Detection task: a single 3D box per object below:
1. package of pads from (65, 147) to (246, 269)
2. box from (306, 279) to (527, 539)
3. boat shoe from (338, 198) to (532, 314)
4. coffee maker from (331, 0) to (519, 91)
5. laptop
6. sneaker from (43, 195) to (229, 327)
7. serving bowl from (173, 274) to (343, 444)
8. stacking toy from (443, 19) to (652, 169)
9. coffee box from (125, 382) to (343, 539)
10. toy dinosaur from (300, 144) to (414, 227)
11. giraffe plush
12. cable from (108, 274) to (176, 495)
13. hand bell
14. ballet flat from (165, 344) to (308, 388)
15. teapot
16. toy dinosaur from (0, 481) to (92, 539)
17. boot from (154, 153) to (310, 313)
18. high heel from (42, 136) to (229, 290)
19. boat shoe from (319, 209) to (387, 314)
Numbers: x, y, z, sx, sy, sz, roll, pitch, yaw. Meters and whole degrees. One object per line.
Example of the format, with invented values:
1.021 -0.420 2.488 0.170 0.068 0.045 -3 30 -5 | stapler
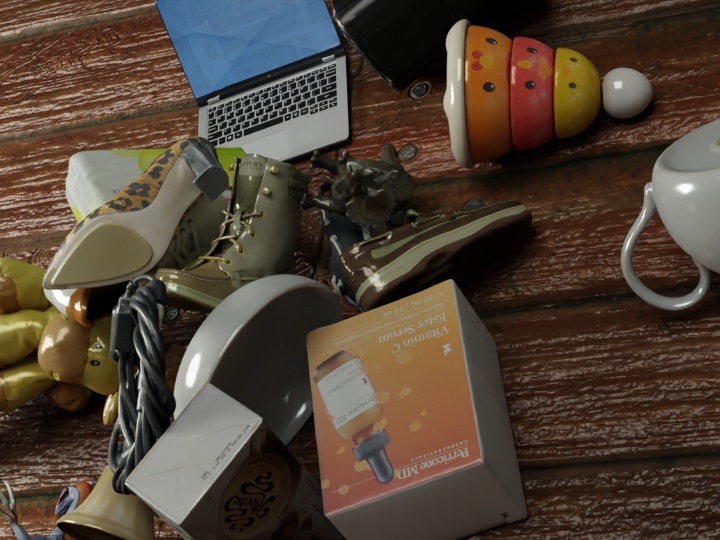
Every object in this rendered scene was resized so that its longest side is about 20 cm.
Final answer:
-0.189 -0.065 1.823 0.199 0.069 0.155 -3 34 -25 | package of pads
0.047 0.135 1.582 0.152 0.106 0.201 -21 48 15 | box
0.069 -0.032 1.668 0.202 0.075 0.075 -24 63 -31 | boat shoe
0.072 -0.294 1.842 0.200 0.192 0.135 -39 89 14 | coffee maker
-0.120 -0.218 1.942 0.186 0.116 0.201 -18 49 19 | laptop
-0.194 -0.002 1.696 0.199 0.073 0.085 -31 44 -21 | sneaker
-0.104 0.087 1.636 0.066 0.200 0.200 31 75 28 | serving bowl
0.184 -0.176 1.745 0.199 0.146 0.147 -2 54 9 | stacking toy
-0.102 0.202 1.553 0.080 0.200 0.113 29 73 38 | coffee box
0.008 -0.078 1.723 0.102 0.200 0.077 22 101 19 | toy dinosaur
-0.274 0.074 1.766 0.199 0.174 0.162 -17 22 -22 | giraffe plush
-0.189 0.114 1.577 0.051 0.201 0.163 2 23 -18 | cable
-0.205 0.164 1.693 0.104 0.104 0.201 4 66 32 | hand bell
-0.122 0.088 1.744 0.199 0.072 0.072 -19 49 17 | ballet flat
0.348 -0.050 1.528 0.197 0.147 0.200 -31 18 -29 | teapot
-0.294 0.293 1.711 0.200 0.105 0.182 41 64 6 | toy dinosaur
-0.118 -0.034 1.684 0.072 0.200 0.156 10 91 33 | boot
-0.214 -0.051 1.672 0.199 0.072 0.143 -33 20 -2 | high heel
0.000 0.000 1.740 0.060 0.076 0.200 -24 36 12 | boat shoe
